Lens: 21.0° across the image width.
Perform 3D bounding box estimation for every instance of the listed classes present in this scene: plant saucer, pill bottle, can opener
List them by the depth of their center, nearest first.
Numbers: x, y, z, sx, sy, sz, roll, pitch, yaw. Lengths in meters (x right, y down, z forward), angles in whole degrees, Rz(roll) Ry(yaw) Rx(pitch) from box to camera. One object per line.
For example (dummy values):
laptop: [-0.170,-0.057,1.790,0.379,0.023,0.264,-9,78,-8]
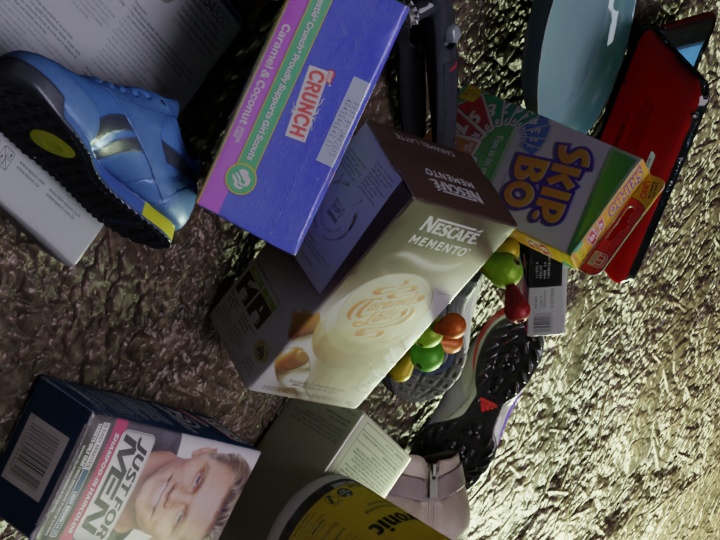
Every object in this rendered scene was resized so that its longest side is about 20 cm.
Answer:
can opener: [0.051,-0.163,1.444,0.079,0.063,0.201,-38,139,-31]
pill bottle: [0.030,0.243,1.452,0.111,0.200,0.112,-29,133,-37]
plant saucer: [0.177,-0.198,1.583,0.200,0.027,0.201,-45,144,-45]

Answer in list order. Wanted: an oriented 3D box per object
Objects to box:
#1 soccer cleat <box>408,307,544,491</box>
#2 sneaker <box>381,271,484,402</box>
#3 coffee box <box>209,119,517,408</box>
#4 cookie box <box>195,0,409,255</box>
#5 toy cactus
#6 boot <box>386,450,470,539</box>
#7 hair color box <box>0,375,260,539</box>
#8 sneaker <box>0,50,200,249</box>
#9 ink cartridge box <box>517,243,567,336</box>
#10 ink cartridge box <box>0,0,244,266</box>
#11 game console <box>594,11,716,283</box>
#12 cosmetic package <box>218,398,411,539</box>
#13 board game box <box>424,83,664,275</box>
soccer cleat: [0.101,0.118,1.711,0.201,0.068,0.073,-62,-176,17]
sneaker: [0.071,0.021,1.593,0.087,0.074,0.201,-54,167,-60]
coffee box: [0.000,0.000,1.400,0.114,0.080,0.200,13,127,-43]
cookie box: [-0.039,-0.110,1.264,0.200,0.075,0.172,-114,-131,-83]
toy cactus: [0.050,-0.006,1.490,0.102,0.200,0.166,-6,80,-34]
boot: [0.003,0.221,1.649,0.199,0.070,0.147,1,98,-31]
hair color box: [-0.166,0.146,1.383,0.200,0.060,0.100,21,97,-56]
sneaker: [-0.156,-0.089,1.163,0.079,0.066,0.200,-66,149,-16]
ink cartridge box: [0.136,-0.045,1.575,0.037,0.200,0.095,-3,127,-1]
ink cartridge box: [-0.179,-0.131,1.190,0.200,0.041,0.200,-55,145,-11]
game console: [0.270,-0.109,1.703,0.118,0.173,0.201,3,122,-25]
cosmetic package: [-0.056,0.199,1.550,0.200,0.071,0.105,-55,144,-11]
board game box: [0.129,-0.071,1.487,0.096,0.200,0.030,-52,144,-12]
